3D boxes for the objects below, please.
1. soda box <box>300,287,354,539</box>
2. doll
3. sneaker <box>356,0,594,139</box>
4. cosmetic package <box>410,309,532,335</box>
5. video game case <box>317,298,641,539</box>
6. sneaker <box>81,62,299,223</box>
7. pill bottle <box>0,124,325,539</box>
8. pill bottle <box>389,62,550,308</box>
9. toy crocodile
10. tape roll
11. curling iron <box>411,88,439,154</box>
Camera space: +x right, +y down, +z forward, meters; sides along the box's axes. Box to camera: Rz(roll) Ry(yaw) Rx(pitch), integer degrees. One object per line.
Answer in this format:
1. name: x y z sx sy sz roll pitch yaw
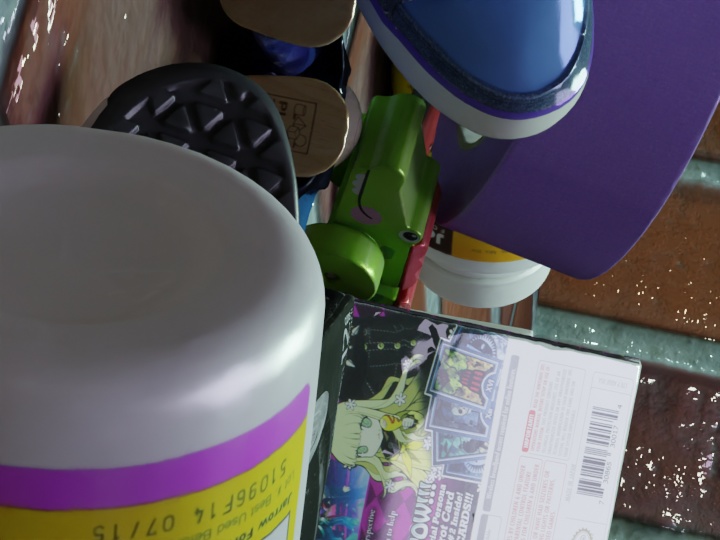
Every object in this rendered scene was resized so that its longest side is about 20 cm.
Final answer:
1. soda box: -0.053 0.102 0.846 0.063 0.070 0.201 -52 152 -73
2. doll: -0.024 -0.056 0.929 0.200 0.048 0.137 55 40 -89
3. sneaker: 0.038 -0.151 0.854 0.146 0.080 0.201 140 -66 -72
4. cosmetic package: 0.007 0.103 1.191 0.200 0.107 0.085 -71 168 -55
5. video game case: 0.012 0.115 1.042 0.036 0.180 0.201 8 -93 57
6. sneaker: -0.069 0.041 0.746 0.083 0.071 0.201 -156 -103 -73
7. pill bottle: -0.066 0.078 0.571 0.104 0.104 0.201 -67 166 -59
8. pill bottle: 0.068 -0.075 1.392 0.201 0.109 0.110 92 11 -47
9. toy crocodile: 0.000 0.000 1.092 0.200 0.061 0.068 110 -3 -54
10. tape roll: 0.094 -0.101 1.078 0.200 0.065 0.201 -160 -90 -81
11. curling iron: 0.031 -0.057 1.254 0.026 0.049 0.201 52 -52 37
